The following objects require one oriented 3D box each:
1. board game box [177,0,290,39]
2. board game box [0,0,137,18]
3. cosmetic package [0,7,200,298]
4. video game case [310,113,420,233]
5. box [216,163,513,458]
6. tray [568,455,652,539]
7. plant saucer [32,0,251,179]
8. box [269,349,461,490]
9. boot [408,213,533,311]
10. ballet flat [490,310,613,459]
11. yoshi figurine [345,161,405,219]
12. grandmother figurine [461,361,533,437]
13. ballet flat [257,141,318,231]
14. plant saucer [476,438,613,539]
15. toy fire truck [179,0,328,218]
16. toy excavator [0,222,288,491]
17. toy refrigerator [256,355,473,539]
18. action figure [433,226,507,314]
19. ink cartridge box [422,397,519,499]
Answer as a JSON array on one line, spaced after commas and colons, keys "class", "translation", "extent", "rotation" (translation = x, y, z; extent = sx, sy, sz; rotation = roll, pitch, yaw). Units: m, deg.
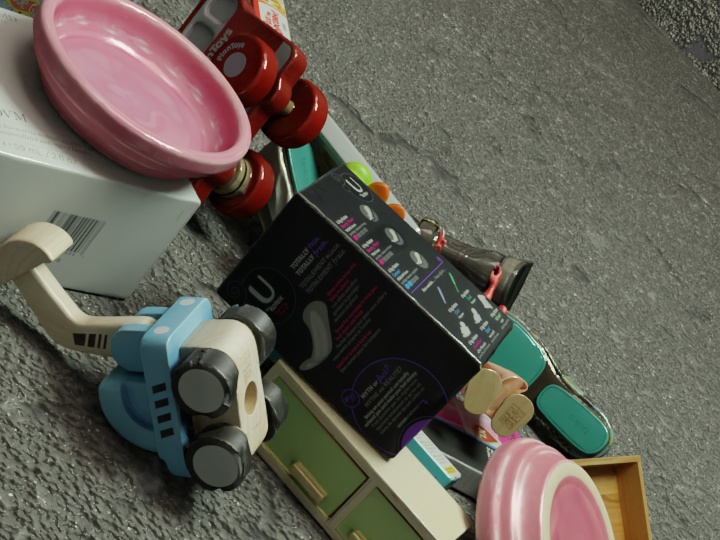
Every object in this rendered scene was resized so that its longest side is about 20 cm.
[{"class": "board game box", "translation": [-0.138, -0.229, 1.558], "extent": [0.046, 0.152, 0.200], "rotation": [27, 29, -28]}, {"class": "board game box", "translation": [-0.296, -0.255, 1.434], "extent": [0.105, 0.103, 0.200], "rotation": [39, 26, -5]}, {"class": "cosmetic package", "translation": [-0.268, -0.103, 1.222], "extent": [0.199, 0.123, 0.200], "rotation": [13, 37, -45]}, {"class": "video game case", "translation": [-0.010, -0.066, 1.501], "extent": [0.200, 0.023, 0.182], "rotation": [52, -16, 20]}, {"class": "box", "translation": [0.005, 0.031, 1.219], "extent": [0.200, 0.122, 0.106], "rotation": [44, 26, 3]}, {"class": "tray", "translation": [0.209, 0.229, 1.421], "extent": [0.200, 0.037, 0.099], "rotation": [5, 75, -50]}, {"class": "plant saucer", "translation": [-0.181, -0.144, 1.207], "extent": [0.200, 0.051, 0.201], "rotation": [34, 26, -19]}, {"class": "box", "translation": [0.000, 0.121, 1.299], "extent": [0.200, 0.049, 0.082], "rotation": [47, 3, 11]}, {"class": "boot", "translation": [0.097, -0.021, 1.647], "extent": [0.174, 0.069, 0.200], "rotation": [27, -3, 10]}, {"class": "ballet flat", "translation": [0.188, 0.123, 1.586], "extent": [0.200, 0.074, 0.074], "rotation": [51, 27, 15]}, {"class": "yoshi figurine", "translation": [-0.011, -0.001, 1.388], "extent": [0.112, 0.112, 0.201], "rotation": [-142, -144, -67]}, {"class": "grandmother figurine", "translation": [0.114, 0.101, 1.448], "extent": [0.121, 0.061, 0.200], "rotation": [48, 2, -17]}, {"class": "ballet flat", "translation": [-0.061, -0.030, 1.441], "extent": [0.069, 0.069, 0.201], "rotation": [-4, 80, -56]}, {"class": "plant saucer", "translation": [0.164, 0.239, 1.258], "extent": [0.200, 0.051, 0.201], "rotation": [32, 51, -51]}, {"class": "toy fire truck", "translation": [-0.141, -0.154, 1.401], "extent": [0.168, 0.200, 0.112], "rotation": [41, 4, 38]}, {"class": "toy excavator", "translation": [-0.172, 0.062, 1.131], "extent": [0.199, 0.195, 0.100], "rotation": [1, 25, 18]}, {"class": "toy refrigerator", "translation": [-0.010, 0.163, 1.222], "extent": [0.200, 0.076, 0.070], "rotation": [48, 26, 10]}, {"class": "action figure", "translation": [0.106, 0.016, 1.476], "extent": [0.065, 0.099, 0.200], "rotation": [21, 7, 16]}, {"class": "ink cartridge box", "translation": [0.106, 0.172, 1.417], "extent": [0.200, 0.037, 0.095], "rotation": [32, 28, -24]}]
